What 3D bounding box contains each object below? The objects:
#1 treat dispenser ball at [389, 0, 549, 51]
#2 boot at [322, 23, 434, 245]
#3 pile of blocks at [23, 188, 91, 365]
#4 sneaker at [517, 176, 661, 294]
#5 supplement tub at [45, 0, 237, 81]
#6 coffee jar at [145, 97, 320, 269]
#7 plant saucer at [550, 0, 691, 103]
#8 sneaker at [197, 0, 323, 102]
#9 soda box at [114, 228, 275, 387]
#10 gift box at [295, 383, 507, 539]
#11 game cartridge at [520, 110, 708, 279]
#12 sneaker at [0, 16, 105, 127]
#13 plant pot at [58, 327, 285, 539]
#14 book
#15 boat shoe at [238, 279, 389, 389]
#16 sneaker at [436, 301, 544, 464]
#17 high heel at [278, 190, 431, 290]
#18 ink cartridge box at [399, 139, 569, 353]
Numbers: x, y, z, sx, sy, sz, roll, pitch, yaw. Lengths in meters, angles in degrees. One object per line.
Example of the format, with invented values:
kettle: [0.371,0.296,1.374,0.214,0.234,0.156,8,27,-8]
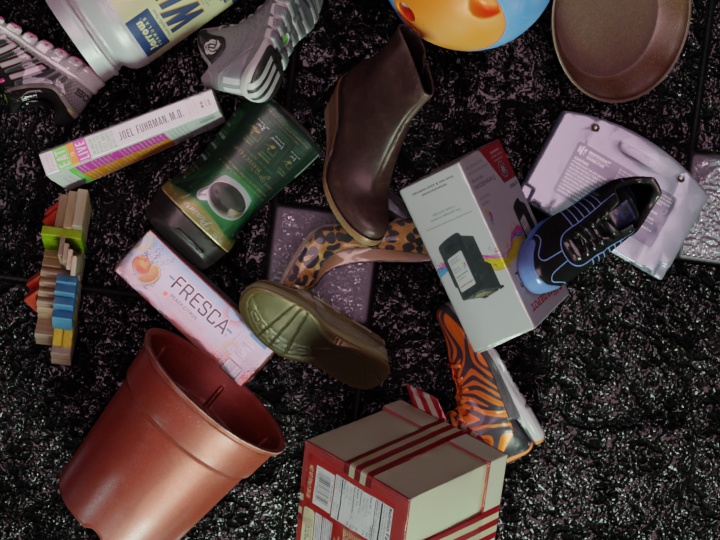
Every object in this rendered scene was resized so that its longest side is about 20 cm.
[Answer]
treat dispenser ball: [0.119,-0.342,1.633,0.198,0.201,0.203,0,92,-3]
boot: [0.024,-0.148,1.635,0.072,0.166,0.202,5,61,-35]
pile of blocks: [-0.348,0.006,1.686,0.061,0.082,0.202,6,93,-3]
sneaker: [0.253,-0.046,1.635,0.200,0.078,0.070,-41,101,-34]
supplement tub: [-0.237,-0.316,1.646,0.199,0.145,0.146,-35,94,-1]
coffee jar: [-0.146,-0.102,1.686,0.200,0.085,0.104,-46,112,-1]
plant saucer: [0.289,-0.294,1.696,0.199,0.037,0.203,-8,106,-29]
sneaker: [-0.124,-0.278,1.675,0.114,0.075,0.201,9,53,24]
soda box: [-0.186,0.042,1.702,0.200,0.068,0.064,44,91,-5]
gift box: [0.041,0.248,1.640,0.199,0.186,0.186,30,121,37]
game cartridge: [0.297,-0.095,1.737,0.199,0.041,0.134,30,94,-4]
sneaker: [-0.392,-0.226,1.677,0.198,0.074,0.088,27,85,-8]
plant pot: [-0.221,0.204,1.655,0.200,0.201,0.196,41,98,-4]
book: [-0.250,-0.148,1.658,0.198,0.134,0.049,-21,92,-2]
boat shoe: [-0.051,0.063,1.684,0.199,0.063,0.073,28,122,-22]
sneaker: [0.120,0.142,1.717,0.111,0.078,0.201,-32,94,-2]
high heel: [0.000,0.000,1.705,0.142,0.071,0.201,37,81,2]
ink cartridge box: [0.143,-0.029,1.669,0.082,0.146,0.202,-24,94,27]
